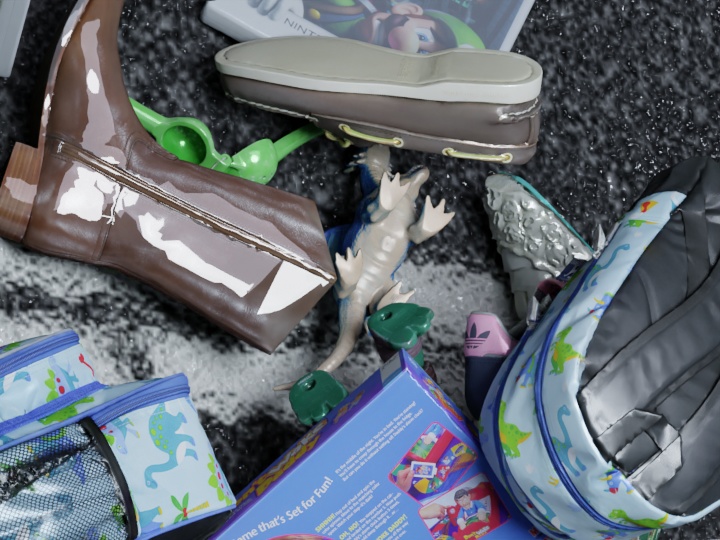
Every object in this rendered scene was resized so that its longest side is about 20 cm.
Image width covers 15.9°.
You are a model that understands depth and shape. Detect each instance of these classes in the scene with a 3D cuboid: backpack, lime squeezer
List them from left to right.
[{"bbox_3d":[-0.175,0.114,1.325,0.200,0.183,0.147,-18,84,-42],"label":"backpack"},{"bbox_3d":[-0.089,-0.086,1.550,0.199,0.038,0.071,11,67,-30],"label":"lime squeezer"},{"bbox_3d":[0.157,0.062,1.398,0.163,0.153,0.200,54,36,-16],"label":"backpack"}]

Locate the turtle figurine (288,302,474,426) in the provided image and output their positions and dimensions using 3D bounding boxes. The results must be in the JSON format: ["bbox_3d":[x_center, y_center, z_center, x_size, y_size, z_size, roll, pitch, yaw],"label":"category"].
[{"bbox_3d":[0.041,0.122,1.513,0.150,0.100,0.200,-53,126,-31],"label":"turtle figurine"}]

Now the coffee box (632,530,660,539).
[{"bbox_3d":[0.160,0.142,1.564,0.044,0.123,0.200,17,45,13],"label":"coffee box"}]

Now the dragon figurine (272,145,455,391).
[{"bbox_3d":[0.000,0.000,1.557,0.059,0.099,0.201,27,72,-12],"label":"dragon figurine"}]

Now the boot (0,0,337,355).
[{"bbox_3d":[-0.096,-0.066,1.494,0.199,0.064,0.187,21,78,-11],"label":"boot"}]

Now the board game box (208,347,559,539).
[{"bbox_3d":[-0.005,0.160,1.429,0.200,0.045,0.135,-41,101,7],"label":"board game box"}]

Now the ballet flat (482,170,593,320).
[{"bbox_3d":[0.141,0.024,1.649,0.200,0.072,0.072,44,54,-13],"label":"ballet flat"}]

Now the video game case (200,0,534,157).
[{"bbox_3d":[0.019,-0.190,1.638,0.181,0.023,0.200,29,57,-2],"label":"video game case"}]

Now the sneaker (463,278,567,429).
[{"bbox_3d":[0.140,0.038,1.498,0.200,0.070,0.082,-20,103,-40],"label":"sneaker"}]

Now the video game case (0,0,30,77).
[{"bbox_3d":[-0.182,-0.230,1.476,0.018,0.143,0.201,13,64,-10],"label":"video game case"}]

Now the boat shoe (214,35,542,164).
[{"bbox_3d":[0.009,-0.101,1.544,0.072,0.199,0.060,-66,158,-59],"label":"boat shoe"}]
